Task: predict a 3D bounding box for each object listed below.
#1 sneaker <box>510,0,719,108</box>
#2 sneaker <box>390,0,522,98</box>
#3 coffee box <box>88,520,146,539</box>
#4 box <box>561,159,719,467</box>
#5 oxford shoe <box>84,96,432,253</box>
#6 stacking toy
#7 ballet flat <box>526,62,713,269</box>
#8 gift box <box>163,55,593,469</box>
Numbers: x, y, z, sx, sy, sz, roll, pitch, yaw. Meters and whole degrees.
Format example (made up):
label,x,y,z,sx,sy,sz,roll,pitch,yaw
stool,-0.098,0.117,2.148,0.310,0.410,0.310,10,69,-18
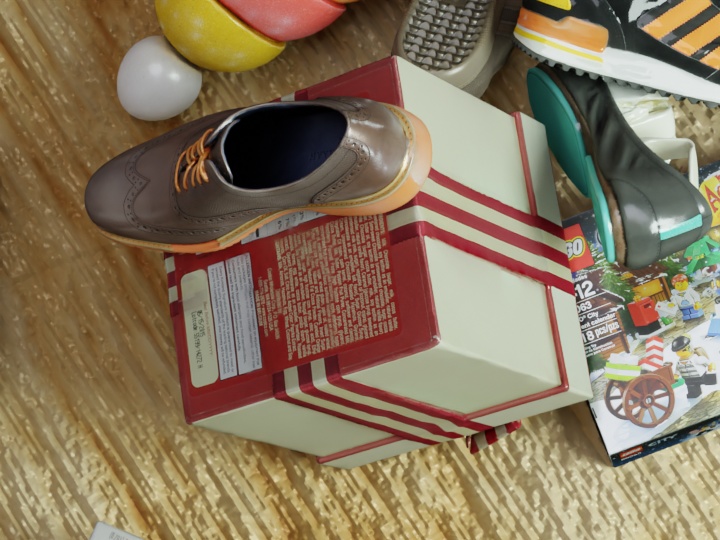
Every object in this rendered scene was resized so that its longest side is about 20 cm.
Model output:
label,x,y,z,sx,sy,sz,roll,pitch,yaw
sneaker,0.187,-0.140,1.289,0.200,0.070,0.090,12,105,-2
sneaker,0.070,-0.163,1.370,0.070,0.076,0.200,25,58,14
coffee box,-0.126,0.253,1.280,0.113,0.080,0.200,21,80,15
box,0.208,0.010,1.310,0.200,0.038,0.137,-21,73,4
oxford shoe,-0.067,-0.055,1.174,0.200,0.073,0.071,-12,72,31
stacking toy,-0.073,-0.168,1.377,0.200,0.146,0.146,-44,72,14
ballet flat,0.145,-0.061,1.290,0.068,0.068,0.200,-13,33,-3
gift box,0.000,0.000,1.275,0.200,0.187,0.185,-14,71,31
